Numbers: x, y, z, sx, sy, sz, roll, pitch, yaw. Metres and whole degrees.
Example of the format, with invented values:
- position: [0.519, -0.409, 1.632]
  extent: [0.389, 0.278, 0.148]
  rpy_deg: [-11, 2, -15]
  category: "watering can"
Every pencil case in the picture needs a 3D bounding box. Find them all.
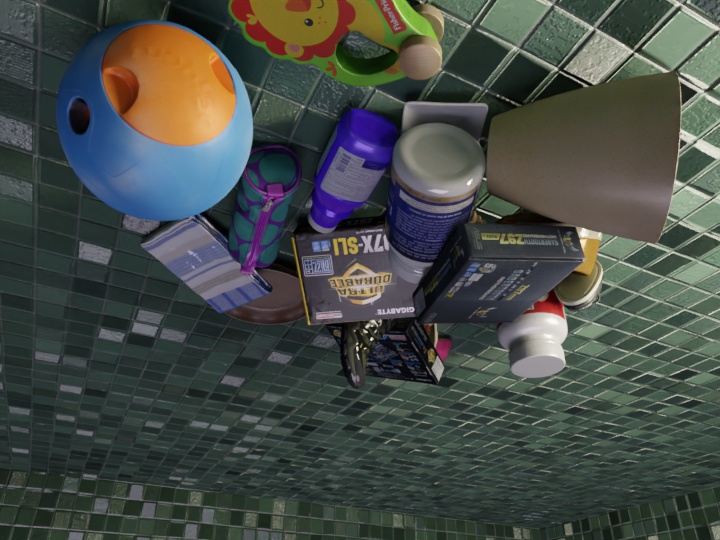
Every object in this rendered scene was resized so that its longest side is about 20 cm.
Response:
- position: [-0.142, -0.084, 0.836]
  extent: [0.083, 0.094, 0.201]
  rpy_deg: [9, 147, -13]
  category: "pencil case"

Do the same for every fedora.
- position: [0.284, -0.036, 0.839]
  extent: [0.195, 0.084, 0.201]
  rpy_deg: [3, -178, 0]
  category: "fedora"

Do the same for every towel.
- position: [-0.256, -0.006, 0.980]
  extent: [0.144, 0.024, 0.201]
  rpy_deg: [-20, 128, 30]
  category: "towel"

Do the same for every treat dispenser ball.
- position: [-0.214, -0.156, 0.624]
  extent: [0.195, 0.205, 0.203]
  rpy_deg: [0, 148, 0]
  category: "treat dispenser ball"

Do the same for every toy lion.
- position: [-0.032, -0.265, 0.596]
  extent: [0.188, 0.070, 0.200]
  rpy_deg: [-11, 146, 29]
  category: "toy lion"

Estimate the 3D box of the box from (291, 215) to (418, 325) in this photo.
- position: [0.000, 0.000, 0.934]
  extent: [0.195, 0.050, 0.164]
  rpy_deg: [-5, 112, 8]
  category: "box"

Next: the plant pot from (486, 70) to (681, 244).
- position: [0.254, -0.136, 0.700]
  extent: [0.195, 0.191, 0.189]
  rpy_deg: [6, 150, 18]
  category: "plant pot"

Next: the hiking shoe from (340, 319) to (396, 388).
- position: [0.016, 0.101, 1.018]
  extent: [0.098, 0.205, 0.076]
  rpy_deg: [3, 163, -7]
  category: "hiking shoe"

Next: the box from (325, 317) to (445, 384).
- position: [0.047, 0.148, 1.140]
  extent: [0.196, 0.046, 0.160]
  rpy_deg: [-1, 135, 38]
  category: "box"

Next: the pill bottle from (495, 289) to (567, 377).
- position: [0.273, 0.062, 0.954]
  extent: [0.109, 0.204, 0.113]
  rpy_deg: [0, 148, 0]
  category: "pill bottle"

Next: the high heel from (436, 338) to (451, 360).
- position: [0.101, 0.139, 1.236]
  extent: [0.199, 0.097, 0.067]
  rpy_deg: [36, 177, -25]
  category: "high heel"

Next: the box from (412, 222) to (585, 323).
- position: [0.171, 0.011, 0.767]
  extent: [0.154, 0.052, 0.201]
  rpy_deg: [0, 153, -16]
  category: "box"

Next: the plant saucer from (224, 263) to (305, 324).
- position: [-0.178, 0.040, 1.082]
  extent: [0.195, 0.033, 0.202]
  rpy_deg: [1, 147, 1]
  category: "plant saucer"

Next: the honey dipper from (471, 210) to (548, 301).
- position: [0.209, -0.021, 0.870]
  extent: [0.199, 0.038, 0.038]
  rpy_deg: [43, 134, -15]
  category: "honey dipper"

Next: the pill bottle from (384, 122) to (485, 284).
- position: [0.090, -0.079, 0.768]
  extent: [0.112, 0.118, 0.202]
  rpy_deg: [2, 143, -2]
  category: "pill bottle"

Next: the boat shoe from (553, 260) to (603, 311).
- position: [0.339, 0.025, 0.900]
  extent: [0.073, 0.200, 0.067]
  rpy_deg: [-20, 105, 20]
  category: "boat shoe"

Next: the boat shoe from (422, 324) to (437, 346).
- position: [0.115, 0.094, 1.116]
  extent: [0.070, 0.063, 0.201]
  rpy_deg: [-23, 148, -5]
  category: "boat shoe"

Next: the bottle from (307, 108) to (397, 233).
- position: [-0.020, -0.125, 0.795]
  extent: [0.082, 0.067, 0.201]
  rpy_deg: [14, 145, -16]
  category: "bottle"

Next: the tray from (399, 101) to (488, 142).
- position: [0.101, -0.153, 0.792]
  extent: [0.104, 0.023, 0.202]
  rpy_deg: [2, 147, -1]
  category: "tray"
